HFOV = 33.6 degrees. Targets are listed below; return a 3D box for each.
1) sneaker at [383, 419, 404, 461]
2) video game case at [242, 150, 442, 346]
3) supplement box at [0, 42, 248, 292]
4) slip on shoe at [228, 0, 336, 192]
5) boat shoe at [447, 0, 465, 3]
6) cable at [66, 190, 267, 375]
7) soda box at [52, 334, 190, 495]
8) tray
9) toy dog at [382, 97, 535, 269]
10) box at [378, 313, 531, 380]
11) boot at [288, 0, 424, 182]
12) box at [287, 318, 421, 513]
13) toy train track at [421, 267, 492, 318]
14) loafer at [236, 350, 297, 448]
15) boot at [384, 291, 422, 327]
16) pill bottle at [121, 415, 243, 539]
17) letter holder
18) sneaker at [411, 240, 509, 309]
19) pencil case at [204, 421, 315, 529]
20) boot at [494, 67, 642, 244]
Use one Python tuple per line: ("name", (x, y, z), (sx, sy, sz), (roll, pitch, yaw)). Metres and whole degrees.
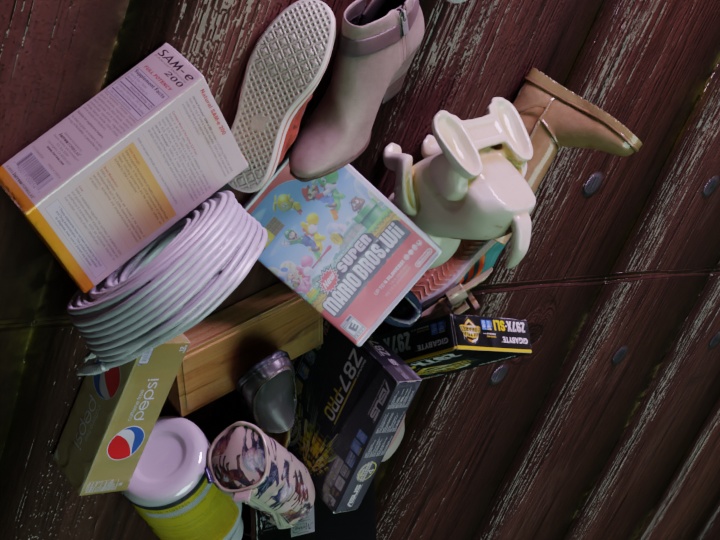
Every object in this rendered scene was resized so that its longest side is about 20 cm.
("sneaker", (-0.015, 0.237, 1.602), (0.199, 0.075, 0.105), (-33, 137, -26))
("video game case", (-0.027, -0.033, 1.291), (0.200, 0.017, 0.143), (41, 92, -16))
("supplement box", (-0.216, -0.094, 1.094), (0.199, 0.073, 0.126), (-39, 143, -12))
("slip on shoe", (-0.080, -0.173, 1.179), (0.061, 0.073, 0.202), (-45, 159, -74))
("boat shoe", (0.124, -0.371, 1.201), (0.063, 0.070, 0.201), (19, 100, -53))
("cable", (-0.183, 0.004, 1.130), (0.069, 0.199, 0.200), (53, 46, -17))
("soda box", (-0.257, 0.140, 1.271), (0.064, 0.068, 0.201), (4, 120, -47))
("tray", (-0.132, 0.083, 1.376), (0.199, 0.037, 0.099), (-27, 139, -28))
("toy dog", (0.106, -0.077, 1.363), (0.139, 0.195, 0.200), (-31, 176, -42))
("box", (0.091, 0.102, 1.513), (0.199, 0.050, 0.159), (-19, 161, 39))
("boot", (-0.007, -0.199, 1.201), (0.200, 0.070, 0.147), (-51, 160, -27))
("box", (-0.024, 0.167, 1.457), (0.049, 0.161, 0.201), (0, 124, -45))
("toy train track", (0.129, 0.046, 1.537), (0.114, 0.033, 0.200), (-33, 172, 2))
("loafer", (-0.099, 0.153, 1.389), (0.072, 0.073, 0.200), (-29, 161, -15))
("boot", (0.000, 0.000, 1.385), (0.073, 0.090, 0.199), (-52, 141, 6))
("pill bottle", (-0.204, 0.266, 1.403), (0.112, 0.112, 0.201), (-37, 142, -14))
("letter holder", (-0.098, 0.322, 1.591), (0.199, 0.141, 0.102), (-6, 95, -39))
("sneaker", (0.124, -0.007, 1.528), (0.199, 0.071, 0.080), (-39, 149, -4))
("pencil case", (-0.113, 0.244, 1.385), (0.200, 0.077, 0.090), (58, 38, -63))
("boot", (0.219, -0.120, 1.449), (0.201, 0.175, 0.066), (-58, 158, 9))
